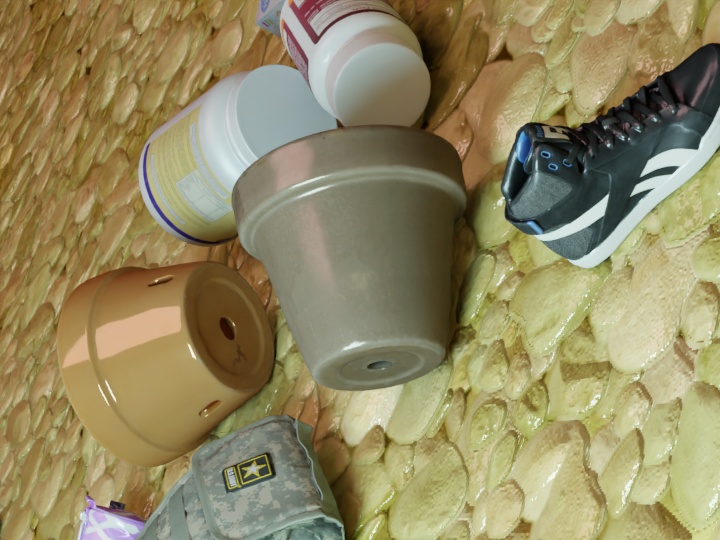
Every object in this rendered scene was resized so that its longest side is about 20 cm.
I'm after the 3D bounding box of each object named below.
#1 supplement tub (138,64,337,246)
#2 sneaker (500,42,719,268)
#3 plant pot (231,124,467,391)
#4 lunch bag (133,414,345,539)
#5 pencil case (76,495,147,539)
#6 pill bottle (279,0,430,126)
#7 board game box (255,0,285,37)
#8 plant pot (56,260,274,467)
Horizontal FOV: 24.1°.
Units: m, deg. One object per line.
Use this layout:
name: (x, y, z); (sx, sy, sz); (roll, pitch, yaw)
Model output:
supplement tub: (-0.128, -0.120, 1.756); (0.200, 0.145, 0.146); (-27, 45, 51)
sneaker: (0.179, -0.095, 1.212); (0.200, 0.111, 0.073); (-53, 30, 23)
plant pot: (0.000, 0.000, 1.402); (0.200, 0.199, 0.176); (-35, 56, 45)
lunch bag: (-0.102, 0.231, 1.452); (0.200, 0.117, 0.164); (-51, 27, 13)
pencil case: (-0.272, 0.332, 1.708); (0.084, 0.085, 0.201); (-3, 66, 62)
pill bottle: (-0.004, -0.211, 1.642); (0.115, 0.114, 0.200); (-56, 28, 17)
board game box: (-0.040, -0.398, 1.942); (0.199, 0.043, 0.201); (-30, 43, 48)
plant pot: (-0.179, 0.077, 1.657); (0.139, 0.200, 0.201); (-24, 46, 30)
